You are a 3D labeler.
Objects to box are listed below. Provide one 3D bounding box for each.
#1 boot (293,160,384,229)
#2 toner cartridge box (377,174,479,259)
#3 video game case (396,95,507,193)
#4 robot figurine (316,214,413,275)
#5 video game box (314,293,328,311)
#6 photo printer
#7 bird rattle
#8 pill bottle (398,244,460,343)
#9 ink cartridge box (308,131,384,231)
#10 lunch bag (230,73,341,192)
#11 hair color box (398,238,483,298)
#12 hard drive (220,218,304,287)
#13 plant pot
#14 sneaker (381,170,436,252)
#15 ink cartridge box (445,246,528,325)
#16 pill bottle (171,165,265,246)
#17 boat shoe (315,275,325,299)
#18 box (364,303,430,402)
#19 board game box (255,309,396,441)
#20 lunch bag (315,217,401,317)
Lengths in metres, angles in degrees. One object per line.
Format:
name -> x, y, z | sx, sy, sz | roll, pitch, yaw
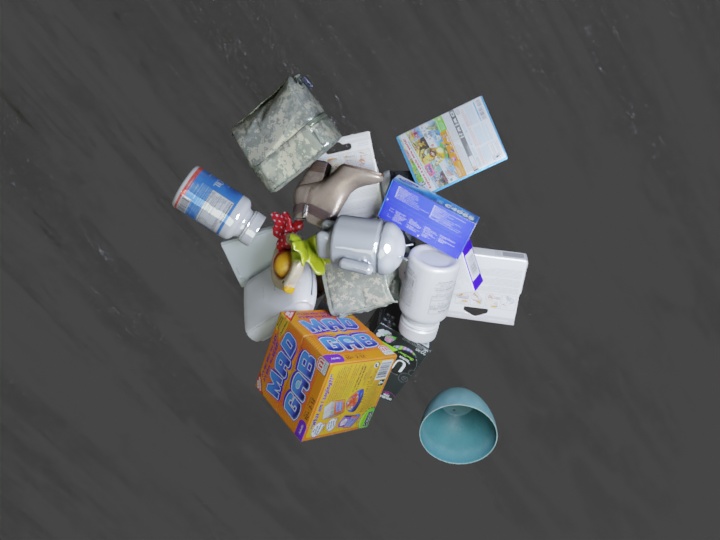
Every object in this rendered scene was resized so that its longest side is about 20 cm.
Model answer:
boot -> -0.055, -0.159, 1.399 | 0.198, 0.070, 0.148 | 13, 85, 28
toner cartridge box -> 0.144, -0.115, 1.368 | 0.199, 0.043, 0.096 | 30, 122, 10
video game case -> 0.194, -0.261, 1.363 | 0.198, 0.018, 0.144 | -24, 93, 12
robot figurine -> 0.008, -0.054, 1.343 | 0.198, 0.170, 0.114 | 9, 135, 12
video game box -> -0.077, 0.191, 1.608 | 0.046, 0.183, 0.201 | 4, 131, -41
photo printer -> -0.188, 0.057, 1.522 | 0.199, 0.168, 0.069 | -30, 137, 24
bird rattle -> -0.165, -0.040, 1.444 | 0.112, 0.200, 0.164 | 14, 105, -42
pill bottle -> 0.145, 0.054, 1.413 | 0.113, 0.115, 0.202 | 11, 121, 2
ink cartridge box -> -0.031, -0.202, 1.463 | 0.159, 0.050, 0.202 | -9, 99, 13
lunch bag -> -0.160, -0.294, 1.365 | 0.199, 0.140, 0.168 | -34, 103, 20
hair color box -> 0.172, 0.001, 1.483 | 0.198, 0.065, 0.110 | -10, 108, 34
hard drive -> -0.229, -0.041, 1.580 | 0.198, 0.026, 0.133 | -14, 116, 15
plant pot -> 0.257, 0.387, 1.686 | 0.198, 0.135, 0.202 | 4, 119, 7
sneaker -> 0.121, -0.137, 1.447 | 0.113, 0.076, 0.202 | -10, 114, 16
ink cartridge box -> 0.285, 0.034, 1.537 | 0.198, 0.045, 0.178 | 8, 119, 5
pill bottle -> -0.325, -0.144, 1.487 | 0.199, 0.113, 0.112 | 33, 118, -11
boat shoe -> -0.135, 0.054, 1.590 | 0.199, 0.074, 0.076 | -27, 116, 21
box -> 0.068, 0.202, 1.616 | 0.148, 0.125, 0.201 | 30, 119, -8
board game box -> -0.080, 0.225, 1.434 | 0.199, 0.200, 0.202 | 1, 119, -44
lunch bag -> 0.000, 0.000, 1.462 | 0.162, 0.117, 0.202 | -13, 74, 22
